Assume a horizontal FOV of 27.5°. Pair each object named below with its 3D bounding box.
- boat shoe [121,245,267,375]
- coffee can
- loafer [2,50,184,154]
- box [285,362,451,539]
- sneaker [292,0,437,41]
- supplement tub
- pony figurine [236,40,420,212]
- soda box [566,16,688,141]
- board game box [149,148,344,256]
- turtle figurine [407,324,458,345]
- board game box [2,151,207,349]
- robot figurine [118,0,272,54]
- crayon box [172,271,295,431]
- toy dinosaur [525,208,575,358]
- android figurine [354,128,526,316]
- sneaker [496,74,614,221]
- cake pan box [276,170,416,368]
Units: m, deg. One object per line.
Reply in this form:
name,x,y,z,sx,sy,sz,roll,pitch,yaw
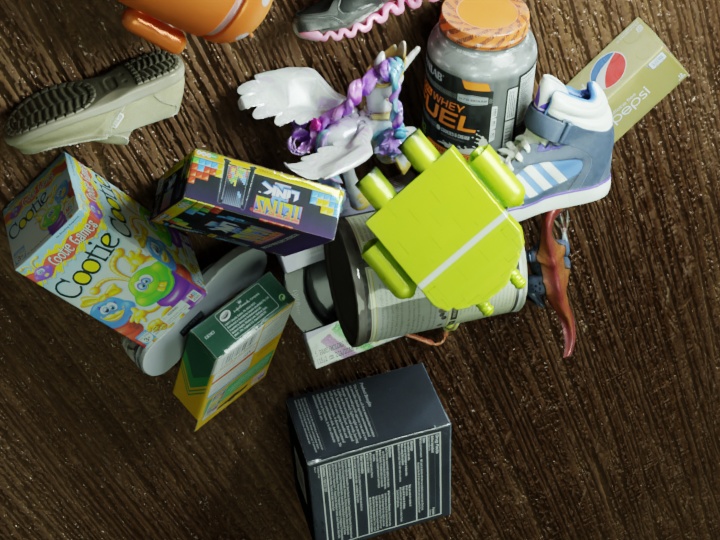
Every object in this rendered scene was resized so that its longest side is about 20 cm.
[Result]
boat shoe,-0.198,0.033,1.720,0.200,0.070,0.071,-46,142,-11
coffee can,0.071,-0.005,1.658,0.197,0.147,0.148,-11,133,-12
loafer,-0.268,-0.159,1.514,0.198,0.076,0.069,-21,129,-6
box,0.013,0.251,1.968,0.196,0.124,0.202,-13,135,-10
sneaker,0.014,-0.306,1.521,0.198,0.079,0.096,-24,113,-2
supplement tub,0.129,-0.199,1.617,0.121,0.123,0.202,-11,132,-14
pony figurine,-0.019,-0.149,1.596,0.191,0.167,0.201,-25,148,-17
soda box,0.281,-0.195,1.724,0.200,0.068,0.064,-43,133,16
board game box,-0.125,-0.067,1.563,0.163,0.200,0.057,16,81,-16
turtle figurine,0.092,0.026,1.843,0.161,0.065,0.200,-40,133,14
board game box,-0.279,-0.019,1.615,0.105,0.104,0.199,-40,133,15
robot figurine,-0.163,-0.292,1.412,0.198,0.116,0.146,20,77,-35
crayon box,-0.155,0.098,1.745,0.125,0.052,0.201,-38,165,-30
toy dinosaur,0.246,-0.017,1.820,0.104,0.201,0.182,-34,168,-12
android figurine,0.091,-0.044,1.538,0.182,0.041,0.200,-42,94,13
sneaker,0.175,-0.137,1.569,0.197,0.081,0.148,-12,117,-8
cake pan box,0.000,0.000,1.749,0.198,0.052,0.186,-19,112,-7
